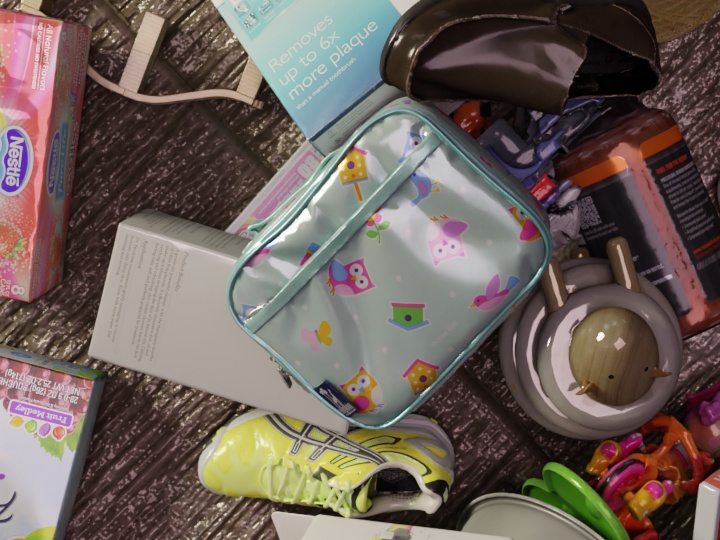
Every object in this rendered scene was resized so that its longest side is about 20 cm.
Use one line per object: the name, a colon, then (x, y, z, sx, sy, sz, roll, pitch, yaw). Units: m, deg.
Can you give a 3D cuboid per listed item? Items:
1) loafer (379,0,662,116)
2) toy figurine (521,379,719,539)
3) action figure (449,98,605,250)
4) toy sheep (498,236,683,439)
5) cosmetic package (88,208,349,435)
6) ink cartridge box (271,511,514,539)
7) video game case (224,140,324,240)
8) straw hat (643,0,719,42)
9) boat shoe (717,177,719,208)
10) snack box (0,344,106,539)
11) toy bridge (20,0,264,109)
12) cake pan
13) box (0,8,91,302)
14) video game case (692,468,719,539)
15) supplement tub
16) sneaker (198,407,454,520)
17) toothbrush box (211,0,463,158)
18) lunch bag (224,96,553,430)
loafer: (0.109, -0.135, 0.714, 0.198, 0.073, 0.072, -10, 50, -20)
toy figurine: (0.233, 0.146, 0.854, 0.184, 0.201, 0.150, -39, 52, -14)
action figure: (0.105, -0.100, 0.834, 0.199, 0.105, 0.194, -35, 74, 0)
toy sheep: (0.157, 0.052, 0.801, 0.136, 0.200, 0.139, 0, 88, -1)
cosmetic package: (-0.088, 0.035, 0.850, 0.198, 0.085, 0.109, 18, 101, 0)
ink cartridge box: (0.018, 0.246, 0.824, 0.198, 0.068, 0.116, 0, 120, 28)
video game case: (0.000, 0.000, 0.902, 0.200, 0.018, 0.143, 42, 88, -4)
straw hat: (0.220, -0.275, 0.871, 0.200, 0.201, 0.085, -35, 50, -2)
boat shoe: (0.345, 0.001, 0.876, 0.061, 0.075, 0.201, -14, 61, -18)
snack box: (-0.311, 0.135, 0.864, 0.198, 0.068, 0.170, 16, 90, -3)
toy bridge: (-0.167, -0.165, 0.884, 0.199, 0.027, 0.068, 22, 93, -4)
cake pan: (0.138, 0.255, 0.833, 0.037, 0.200, 0.201, -35, 93, -35)
box: (-0.264, -0.088, 0.834, 0.102, 0.095, 0.202, 10, 99, -3)
video game case: (0.306, 0.178, 0.845, 0.199, 0.017, 0.144, -22, 122, -37)
supplement tub: (0.210, -0.049, 0.869, 0.106, 0.107, 0.201, -24, 92, -2)
sneaker: (-0.025, 0.148, 0.868, 0.198, 0.077, 0.076, -3, 114, -1)
toothbrush box: (-0.010, -0.184, 0.810, 0.146, 0.085, 0.201, -37, 58, 7)
lunch bag: (0.013, -0.004, 0.746, 0.160, 0.077, 0.200, 41, 105, -9)
